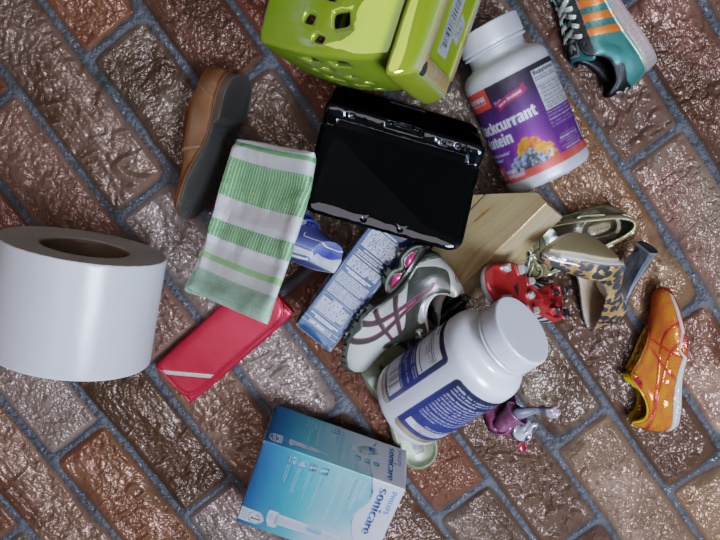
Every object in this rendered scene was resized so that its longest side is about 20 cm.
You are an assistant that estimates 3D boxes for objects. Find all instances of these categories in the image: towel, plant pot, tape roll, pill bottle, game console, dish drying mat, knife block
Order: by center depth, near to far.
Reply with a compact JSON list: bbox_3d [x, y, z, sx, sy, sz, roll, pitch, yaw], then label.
[{"bbox_3d":[0.029,-0.304,0.766,0.179,0.199,0.203,23,100,17],"label":"plant pot"},{"bbox_3d":[0.118,0.116,0.792,0.111,0.111,0.200,43,129,-6],"label":"pill bottle"},{"bbox_3d":[-0.131,-0.054,0.808,0.151,0.023,0.203,16,85,38],"label":"towel"},{"bbox_3d":[-0.351,0.036,0.842,0.199,0.203,0.142,12,100,-2],"label":"tape roll"},{"bbox_3d":[0.042,-0.134,0.845,0.197,0.177,0.118,16,116,-3],"label":"game console"},{"bbox_3d":[0.197,-0.211,0.849,0.110,0.111,0.202,-26,98,4],"label":"pill bottle"},{"bbox_3d":[0.145,-0.004,0.862,0.197,0.064,0.179,2,81,36],"label":"knife block"},{"bbox_3d":[-0.189,0.096,0.944,0.199,0.018,0.077,-41,96,6],"label":"dish drying mat"}]

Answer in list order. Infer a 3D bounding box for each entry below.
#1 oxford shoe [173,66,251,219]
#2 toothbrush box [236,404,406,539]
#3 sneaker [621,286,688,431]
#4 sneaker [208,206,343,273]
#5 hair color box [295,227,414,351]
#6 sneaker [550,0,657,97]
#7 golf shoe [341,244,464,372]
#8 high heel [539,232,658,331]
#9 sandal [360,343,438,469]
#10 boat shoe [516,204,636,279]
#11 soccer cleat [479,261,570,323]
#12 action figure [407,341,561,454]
[{"bbox_3d":[-0.206,-0.167,0.889,0.071,0.071,0.203,26,99,24],"label":"oxford shoe"},{"bbox_3d":[-0.051,0.294,0.927,0.197,0.086,0.148,19,113,-2],"label":"toothbrush box"},{"bbox_3d":[0.399,0.124,0.924,0.076,0.073,0.204,2,96,10],"label":"sneaker"},{"bbox_3d":[-0.100,-0.084,0.859,0.198,0.080,0.117,26,89,32],"label":"sneaker"},{"bbox_3d":[0.000,0.000,0.888,0.060,0.100,0.201,37,97,-4],"label":"hair color box"},{"bbox_3d":[0.284,-0.309,0.854,0.080,0.071,0.200,-43,98,2],"label":"sneaker"},{"bbox_3d":[0.045,0.064,0.840,0.088,0.077,0.201,41,117,17],"label":"golf shoe"},{"bbox_3d":[0.281,0.027,0.866,0.197,0.072,0.144,2,127,-30],"label":"high heel"},{"bbox_3d":[0.060,0.186,0.938,0.079,0.057,0.204,-23,99,4],"label":"sandal"},{"bbox_3d":[0.262,-0.034,0.901,0.197,0.063,0.074,-16,99,2],"label":"boat shoe"},{"bbox_3d":[0.192,0.035,0.857,0.084,0.198,0.070,-12,74,39],"label":"soccer cleat"},{"bbox_3d":[0.168,0.159,0.897,0.147,0.134,0.202,-26,95,5],"label":"action figure"}]
